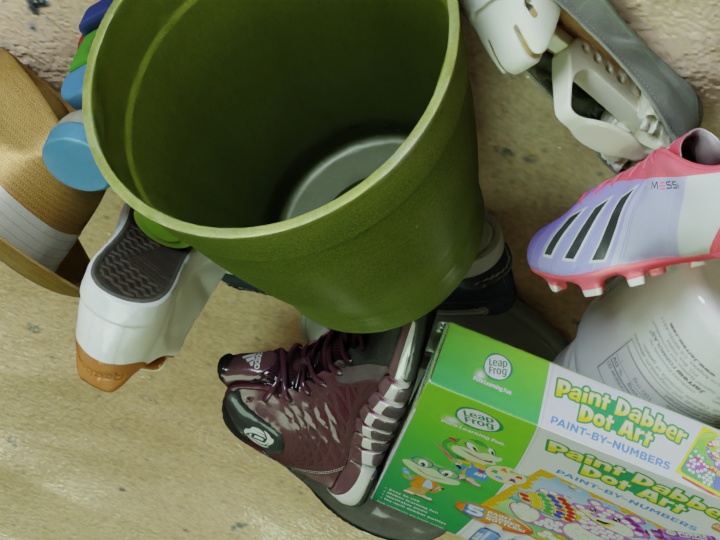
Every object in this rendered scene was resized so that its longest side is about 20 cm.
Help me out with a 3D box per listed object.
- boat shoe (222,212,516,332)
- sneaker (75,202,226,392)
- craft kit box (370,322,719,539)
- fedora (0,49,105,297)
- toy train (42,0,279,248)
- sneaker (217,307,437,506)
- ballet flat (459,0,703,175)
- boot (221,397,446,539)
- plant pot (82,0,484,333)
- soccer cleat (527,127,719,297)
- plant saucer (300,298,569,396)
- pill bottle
[{"bbox_3d":[0.000,0.000,1.277,0.198,0.075,0.062,-3,130,19],"label":"boat shoe"},{"bbox_3d":[-0.123,0.005,1.231,0.072,0.200,0.085,24,120,9],"label":"sneaker"},{"bbox_3d":[0.118,0.121,1.207,0.199,0.049,0.198,22,150,1],"label":"craft kit box"},{"bbox_3d":[-0.202,-0.071,1.232,0.201,0.082,0.201,44,-173,-7],"label":"fedora"},{"bbox_3d":[-0.091,-0.060,1.195,0.200,0.116,0.084,41,143,-27],"label":"toy train"},{"bbox_3d":[-0.026,0.058,1.235,0.115,0.076,0.201,20,132,0],"label":"sneaker"},{"bbox_3d":[0.102,-0.114,1.055,0.200,0.064,0.067,39,144,-25],"label":"ballet flat"},{"bbox_3d":[-0.004,0.135,1.436,0.199,0.070,0.132,27,170,-12],"label":"boot"},{"bbox_3d":[-0.017,-0.064,1.102,0.199,0.202,0.193,5,156,23],"label":"plant pot"},{"bbox_3d":[0.155,-0.033,1.051,0.199,0.066,0.077,-7,99,56],"label":"soccer cleat"},{"bbox_3d":[0.048,0.073,1.373,0.199,0.050,0.201,15,146,10],"label":"plant saucer"},{"bbox_3d":[0.188,0.044,1.190,0.114,0.115,0.200,27,148,-10],"label":"pill bottle"}]
